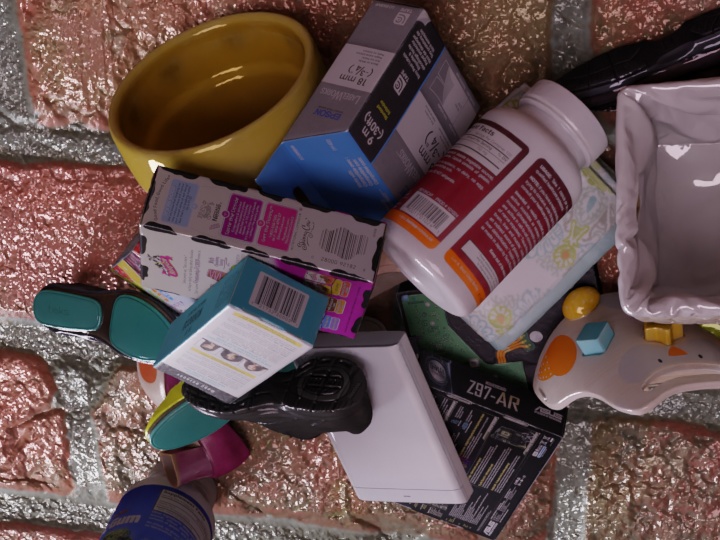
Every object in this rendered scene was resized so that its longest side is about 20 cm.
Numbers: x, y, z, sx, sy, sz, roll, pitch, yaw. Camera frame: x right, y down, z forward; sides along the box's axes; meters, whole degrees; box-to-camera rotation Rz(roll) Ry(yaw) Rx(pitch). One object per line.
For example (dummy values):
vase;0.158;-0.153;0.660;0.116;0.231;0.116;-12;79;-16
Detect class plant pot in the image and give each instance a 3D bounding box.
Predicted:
plant pot;-0.104;-0.104;1.378;0.200;0.201;0.189;-10;132;18

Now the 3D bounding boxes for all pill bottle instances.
pill bottle;0.117;-0.066;1.295;0.200;0.113;0.113;-45;105;-8
pill bottle;-0.221;0.293;1.609;0.112;0.200;0.112;5;120;9

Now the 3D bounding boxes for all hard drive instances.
hard drive;0.020;0.148;1.484;0.132;0.027;0.200;-3;123;34
hard drive;0.147;0.061;1.493;0.199;0.038;0.140;-9;116;16

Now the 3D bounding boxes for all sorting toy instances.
sorting toy;0.278;0.086;1.368;0.199;0.180;0.107;-6;109;-10

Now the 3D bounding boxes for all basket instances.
basket;0.320;-0.051;1.279;0.199;0.161;0.199;-2;81;11

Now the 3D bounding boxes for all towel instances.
towel;0.141;-0.049;1.391;0.171;0.048;0.200;44;95;-11

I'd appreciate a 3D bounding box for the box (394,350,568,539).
box;0.102;0.184;1.536;0.160;0.044;0.200;21;136;-2

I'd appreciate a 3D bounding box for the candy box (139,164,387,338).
candy box;-0.086;-0.013;1.282;0.199;0.061;0.136;14;156;-3

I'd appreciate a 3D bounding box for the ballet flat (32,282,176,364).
ballet flat;-0.245;0.049;1.535;0.199;0.073;0.073;13;123;30

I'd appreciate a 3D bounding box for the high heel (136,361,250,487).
high heel;-0.180;0.128;1.610;0.067;0.096;0.201;14;116;55

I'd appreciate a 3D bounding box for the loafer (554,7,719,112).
loafer;0.265;-0.170;1.321;0.199;0.072;0.063;-21;116;19

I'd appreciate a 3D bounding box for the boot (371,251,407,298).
boot;0.000;0.000;1.461;0.070;0.200;0.146;63;151;7

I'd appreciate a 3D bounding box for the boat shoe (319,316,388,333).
boat shoe;-0.050;0.100;1.556;0.200;0.057;0.067;-26;71;21

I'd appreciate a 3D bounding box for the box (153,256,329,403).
box;-0.107;0.056;1.297;0.082;0.049;0.200;27;152;-16

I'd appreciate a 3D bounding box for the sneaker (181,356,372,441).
sneaker;-0.081;0.130;1.456;0.199;0.076;0.091;6;147;23

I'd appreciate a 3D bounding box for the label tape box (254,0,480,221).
label tape box;0.012;-0.112;1.309;0.063;0.200;0.144;19;159;36

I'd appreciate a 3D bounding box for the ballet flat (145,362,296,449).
ballet flat;-0.139;0.113;1.540;0.200;0.067;0.067;-33;134;16

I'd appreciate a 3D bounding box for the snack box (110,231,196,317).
snack box;-0.164;0.014;1.455;0.142;0.200;0.053;36;78;-9
